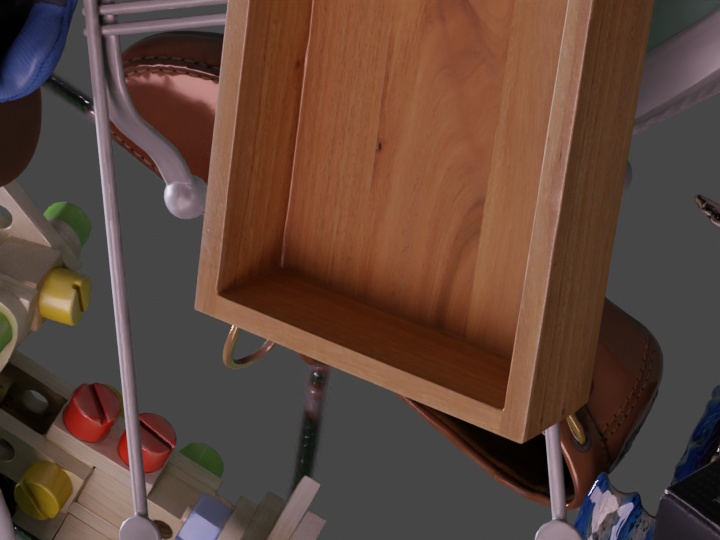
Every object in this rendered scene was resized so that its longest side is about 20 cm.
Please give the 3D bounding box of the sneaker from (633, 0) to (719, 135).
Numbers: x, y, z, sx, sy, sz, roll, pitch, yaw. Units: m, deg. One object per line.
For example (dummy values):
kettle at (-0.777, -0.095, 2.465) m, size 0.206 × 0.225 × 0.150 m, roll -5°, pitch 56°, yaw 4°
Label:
sneaker at (0.055, -0.093, 0.784) m, size 0.200 × 0.074 × 0.119 m, roll -26°, pitch 86°, yaw 23°

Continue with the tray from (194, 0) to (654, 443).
tray at (0.020, -0.071, 0.652) m, size 0.098 × 0.037 × 0.201 m, roll 21°, pitch 116°, yaw 29°

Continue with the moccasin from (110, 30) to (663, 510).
moccasin at (-0.001, 0.001, 0.871) m, size 0.201 × 0.078 × 0.074 m, roll 42°, pitch 138°, yaw -4°

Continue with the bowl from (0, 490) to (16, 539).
bowl at (-0.222, 0.097, 0.941) m, size 0.200 × 0.090 × 0.202 m, roll 16°, pitch 129°, yaw 20°

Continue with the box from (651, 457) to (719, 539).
box at (0.142, 0.120, 0.824) m, size 0.044 × 0.160 × 0.201 m, roll 38°, pitch 136°, yaw 35°

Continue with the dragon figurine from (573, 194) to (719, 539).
dragon figurine at (0.104, 0.085, 0.852) m, size 0.059 × 0.099 × 0.201 m, roll 25°, pitch 134°, yaw 32°

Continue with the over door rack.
over door rack at (-0.005, 0.002, 0.754) m, size 0.147 × 0.067 × 0.201 m, roll -2°, pitch 84°, yaw 29°

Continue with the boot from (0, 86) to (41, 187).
boot at (-0.177, -0.128, 0.892) m, size 0.155 × 0.077 × 0.201 m, roll 15°, pitch 126°, yaw 32°

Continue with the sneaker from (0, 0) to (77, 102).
sneaker at (-0.096, -0.137, 0.760) m, size 0.077 × 0.085 × 0.201 m, roll -5°, pitch 121°, yaw -11°

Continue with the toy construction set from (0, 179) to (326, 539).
toy construction set at (-0.090, 0.054, 0.954) m, size 0.200 × 0.092 × 0.131 m, roll 42°, pitch 131°, yaw 10°
